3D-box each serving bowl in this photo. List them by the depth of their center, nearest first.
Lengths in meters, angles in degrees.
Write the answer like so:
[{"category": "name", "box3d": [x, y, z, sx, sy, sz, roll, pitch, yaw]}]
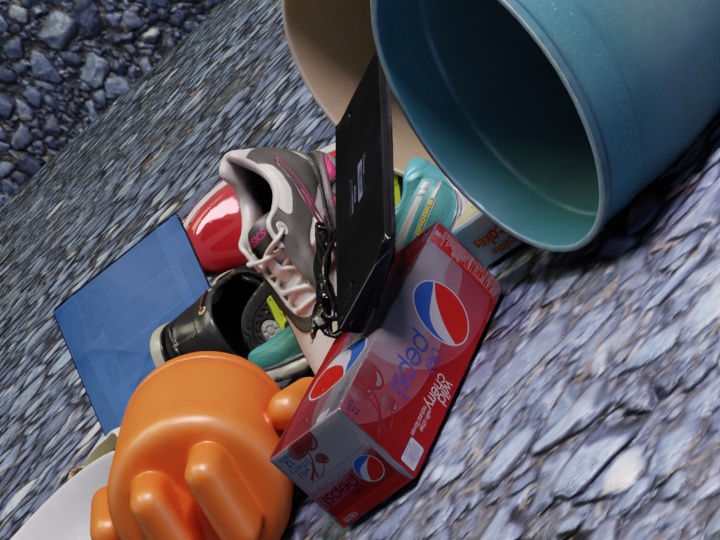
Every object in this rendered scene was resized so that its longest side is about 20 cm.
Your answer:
[{"category": "serving bowl", "box3d": [-0.201, 0.218, 1.741, 0.200, 0.066, 0.200, -45, 15, 15]}]

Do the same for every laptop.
[{"category": "laptop", "box3d": [-0.190, 0.093, 1.988, 0.187, 0.116, 0.200, -36, 18, 43]}]

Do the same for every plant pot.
[{"category": "plant pot", "box3d": [0.140, -0.145, 1.506, 0.188, 0.200, 0.200, -36, 7, -22]}, {"category": "plant pot", "box3d": [0.080, -0.190, 1.742, 0.200, 0.187, 0.187, -40, 6, -34]}]

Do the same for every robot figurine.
[{"category": "robot figurine", "box3d": [-0.096, 0.120, 1.600, 0.200, 0.116, 0.144, -91, 23, -72]}]

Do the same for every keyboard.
[{"category": "keyboard", "box3d": [-0.002, -0.035, 1.561, 0.200, 0.021, 0.127, -90, 23, -49]}]

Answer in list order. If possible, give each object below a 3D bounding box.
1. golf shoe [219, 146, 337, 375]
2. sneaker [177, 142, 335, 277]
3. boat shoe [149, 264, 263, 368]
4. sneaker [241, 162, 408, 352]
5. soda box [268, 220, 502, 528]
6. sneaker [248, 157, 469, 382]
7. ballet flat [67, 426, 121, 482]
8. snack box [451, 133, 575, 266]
[{"category": "golf shoe", "box3d": [-0.036, 0.007, 1.642, 0.077, 0.088, 0.200, -43, 53, 31]}, {"category": "sneaker", "box3d": [-0.042, -0.053, 1.980, 0.200, 0.078, 0.116, -30, 13, -12]}, {"category": "boat shoe", "box3d": [-0.085, 0.035, 1.909, 0.063, 0.074, 0.201, -29, 3, 26]}, {"category": "sneaker", "box3d": [0.000, 0.000, 1.811, 0.200, 0.075, 0.076, -39, -8, 20]}, {"category": "soda box", "box3d": [0.019, 0.060, 1.525, 0.070, 0.063, 0.200, -39, 13, 37]}, {"category": "sneaker", "box3d": [-0.003, 0.003, 1.729, 0.200, 0.080, 0.078, -41, -1, 17]}, {"category": "ballet flat", "box3d": [-0.154, 0.138, 1.830, 0.070, 0.065, 0.200, -23, -7, -45]}, {"category": "snack box", "box3d": [0.141, -0.097, 1.681, 0.116, 0.037, 0.200, -36, 15, 45]}]
